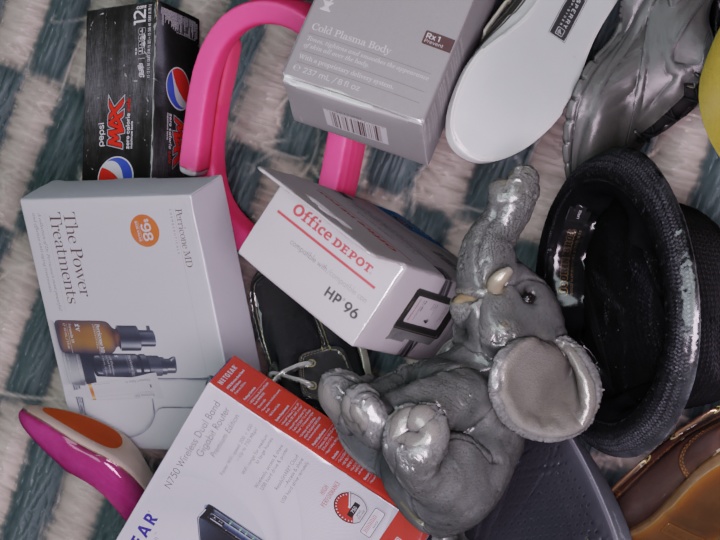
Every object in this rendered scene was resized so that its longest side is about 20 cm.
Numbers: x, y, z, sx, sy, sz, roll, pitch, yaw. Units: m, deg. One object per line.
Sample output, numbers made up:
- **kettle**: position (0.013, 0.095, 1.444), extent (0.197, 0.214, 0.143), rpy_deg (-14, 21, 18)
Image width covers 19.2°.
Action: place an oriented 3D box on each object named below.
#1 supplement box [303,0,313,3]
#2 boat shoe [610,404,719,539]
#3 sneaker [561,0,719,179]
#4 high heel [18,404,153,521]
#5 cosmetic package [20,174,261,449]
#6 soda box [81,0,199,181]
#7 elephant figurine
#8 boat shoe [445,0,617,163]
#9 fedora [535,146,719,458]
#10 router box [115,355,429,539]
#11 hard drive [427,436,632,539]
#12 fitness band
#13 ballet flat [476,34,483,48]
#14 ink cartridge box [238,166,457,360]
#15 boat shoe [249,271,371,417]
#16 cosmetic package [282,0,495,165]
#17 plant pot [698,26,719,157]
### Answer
- **supplement box**: position (-0.046, -0.263, 1.508), extent (0.103, 0.200, 0.131), rpy_deg (12, 88, 29)
- **boat shoe**: position (0.192, 0.162, 1.391), extent (0.200, 0.070, 0.070), rpy_deg (-41, 29, 26)
- **sneaker**: position (0.200, -0.130, 1.430), extent (0.091, 0.076, 0.200), rpy_deg (25, 99, 19)
- **high heel**: position (-0.178, 0.179, 1.553), extent (0.200, 0.067, 0.096), rpy_deg (31, 103, 7)
- **cosmetic package**: position (-0.156, 0.033, 1.559), extent (0.151, 0.052, 0.200), rpy_deg (-2, 110, 26)
- **soda box**: position (-0.168, -0.100, 1.627), extent (0.071, 0.063, 0.200), rpy_deg (-4, 80, 29)
- **elephant figurine**: position (0.085, 0.063, 1.364), extent (0.200, 0.155, 0.141), rpy_deg (-39, 58, -15)
- **boat shoe**: position (0.118, -0.151, 1.452), extent (0.071, 0.064, 0.200), rpy_deg (39, 71, -11)
- **fedora**: position (0.193, 0.021, 1.377), extent (0.201, 0.092, 0.201), rpy_deg (-4, 86, 63)
- **router box**: position (-0.065, 0.188, 1.464), extent (0.179, 0.049, 0.200), rpy_deg (33, 118, 4)
- **hard drive**: position (0.109, 0.170, 1.392), extent (0.135, 0.042, 0.200), rpy_deg (-51, 29, 15)
- **fitness band**: position (-0.063, -0.101, 1.545), extent (0.144, 0.037, 0.200), rpy_deg (25, 118, 29)
- **ballet flat**: position (0.044, -0.147, 1.517), extent (0.200, 0.074, 0.074), rpy_deg (4, 84, 29)
- **ink cartridge box**: position (0.000, 0.000, 1.441), extent (0.116, 0.200, 0.068), rpy_deg (38, 100, 28)
- **boat shoe**: position (-0.033, 0.083, 1.514), extent (0.072, 0.068, 0.200), rpy_deg (-28, 74, 28)
- **cosmetic package**: position (0.033, -0.185, 1.446), extent (0.107, 0.090, 0.200), rpy_deg (18, 76, 10)
- **plant pot**: position (0.296, -0.118, 1.324), extent (0.142, 0.200, 0.200), rpy_deg (-28, 67, 51)
